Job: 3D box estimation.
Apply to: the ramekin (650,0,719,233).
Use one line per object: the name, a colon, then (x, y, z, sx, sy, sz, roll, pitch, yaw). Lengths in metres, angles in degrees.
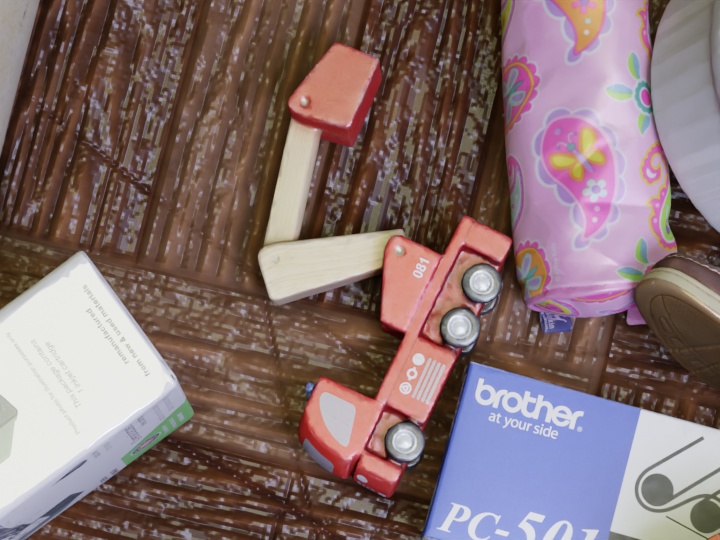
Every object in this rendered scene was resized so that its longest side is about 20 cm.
ramekin: (0.242, -0.094, 1.329, 0.200, 0.098, 0.201, 5, 79, -24)

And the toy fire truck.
toy fire truck: (0.000, 0.000, 1.367, 0.141, 0.049, 0.201, 26, 82, 5)

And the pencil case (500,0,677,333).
pencil case: (0.118, -0.073, 1.365, 0.087, 0.087, 0.201, -5, 81, -1)

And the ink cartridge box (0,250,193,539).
ink cartridge box: (-0.188, 0.090, 1.303, 0.200, 0.146, 0.084, -36, 83, -5)

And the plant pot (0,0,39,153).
plant pot: (-0.247, -0.104, 1.326, 0.200, 0.200, 0.184, 7, 91, 1)

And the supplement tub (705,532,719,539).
supplement tub: (0.245, 0.167, 1.253, 0.199, 0.122, 0.123, 3, 77, -41)

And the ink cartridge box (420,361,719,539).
ink cartridge box: (0.138, 0.119, 1.346, 0.199, 0.044, 0.094, 15, 80, 2)

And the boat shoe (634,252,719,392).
boat shoe: (0.227, 0.035, 1.333, 0.200, 0.072, 0.072, 29, 69, -16)
